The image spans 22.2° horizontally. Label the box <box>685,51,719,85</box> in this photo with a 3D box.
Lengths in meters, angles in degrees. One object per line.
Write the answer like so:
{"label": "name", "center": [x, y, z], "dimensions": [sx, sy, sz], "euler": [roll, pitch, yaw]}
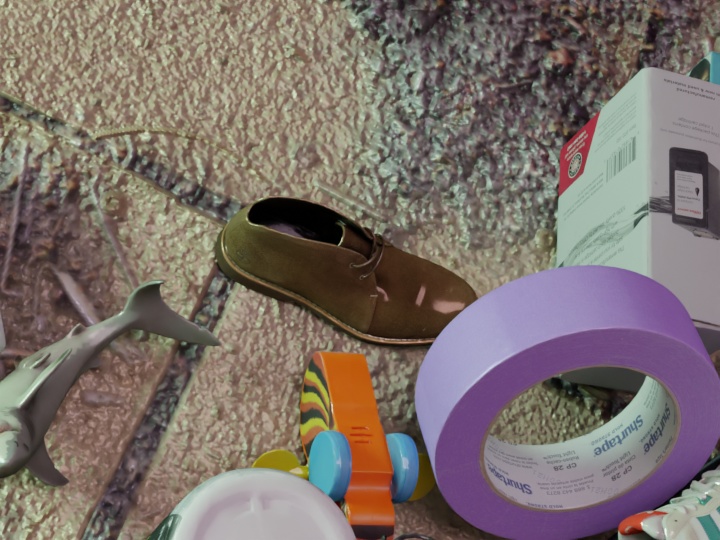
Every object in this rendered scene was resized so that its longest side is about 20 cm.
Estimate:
{"label": "box", "center": [0.272, -0.063, 1.431], "dimensions": [0.049, 0.082, 0.200], "euler": [14, 64, -15]}

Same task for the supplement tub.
{"label": "supplement tub", "center": [-0.084, 0.203, 1.121], "dimensions": [0.122, 0.200, 0.123], "euler": [7, 66, -17]}

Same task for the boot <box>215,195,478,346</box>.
{"label": "boot", "center": [0.000, 0.000, 1.311], "dimensions": [0.200, 0.075, 0.074], "euler": [18, 62, -14]}

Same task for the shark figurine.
{"label": "shark figurine", "center": [-0.197, 0.092, 1.213], "dimensions": [0.214, 0.128, 0.090], "euler": [-45, 114, -46]}

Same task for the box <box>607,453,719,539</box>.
{"label": "box", "center": [0.279, 0.229, 1.298], "dimensions": [0.200, 0.104, 0.182], "euler": [-31, 82, -28]}

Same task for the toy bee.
{"label": "toy bee", "center": [-0.013, 0.155, 1.236], "dimensions": [0.131, 0.109, 0.200], "euler": [19, 37, -8]}

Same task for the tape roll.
{"label": "tape roll", "center": [0.140, 0.093, 1.239], "dimensions": [0.200, 0.200, 0.066], "euler": [6, 37, -18]}

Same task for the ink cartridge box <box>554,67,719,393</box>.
{"label": "ink cartridge box", "center": [0.211, -0.024, 1.356], "dimensions": [0.083, 0.145, 0.200], "euler": [12, 64, -18]}

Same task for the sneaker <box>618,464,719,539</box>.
{"label": "sneaker", "center": [0.225, 0.167, 1.205], "dimensions": [0.093, 0.070, 0.200], "euler": [33, 64, -10]}

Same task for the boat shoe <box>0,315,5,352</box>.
{"label": "boat shoe", "center": [-0.285, -0.030, 1.230], "dimensions": [0.067, 0.074, 0.200], "euler": [-4, 79, -37]}
